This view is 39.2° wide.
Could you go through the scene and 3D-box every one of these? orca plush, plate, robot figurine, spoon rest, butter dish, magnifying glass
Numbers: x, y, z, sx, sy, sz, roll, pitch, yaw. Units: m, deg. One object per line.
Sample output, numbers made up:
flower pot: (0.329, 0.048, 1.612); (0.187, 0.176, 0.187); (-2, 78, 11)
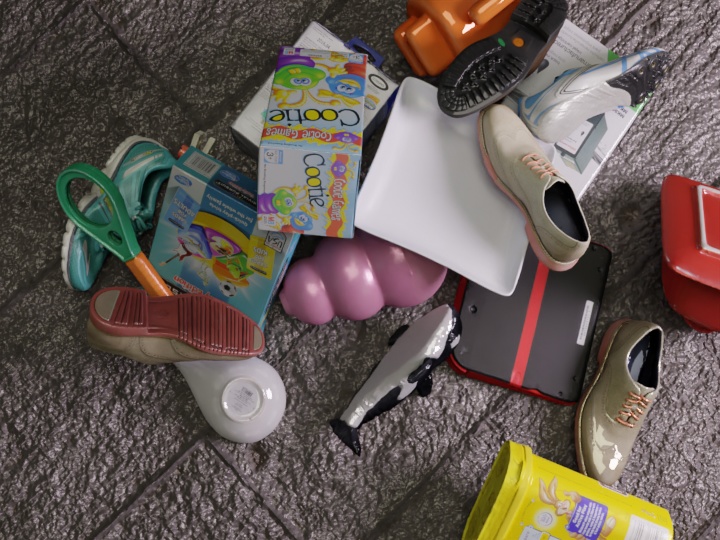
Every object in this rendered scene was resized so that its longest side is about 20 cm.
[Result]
orca plush: (0.058, 0.135, 1.177); (0.071, 0.105, 0.201); (41, 78, -25)
plate: (0.104, -0.093, 1.130); (0.197, 0.032, 0.203); (23, 68, -5)
robot figurine: (0.134, -0.318, 1.212); (0.199, 0.144, 0.117); (-40, 71, -8)
spoon rest: (-0.175, 0.121, 1.185); (0.199, 0.061, 0.100); (38, 82, -9)
butter dish: (0.424, 0.010, 1.180); (0.196, 0.150, 0.201); (17, 39, 2)
magnifying glass: (-0.270, -0.032, 1.139); (0.201, 0.079, 0.022); (55, 39, -18)

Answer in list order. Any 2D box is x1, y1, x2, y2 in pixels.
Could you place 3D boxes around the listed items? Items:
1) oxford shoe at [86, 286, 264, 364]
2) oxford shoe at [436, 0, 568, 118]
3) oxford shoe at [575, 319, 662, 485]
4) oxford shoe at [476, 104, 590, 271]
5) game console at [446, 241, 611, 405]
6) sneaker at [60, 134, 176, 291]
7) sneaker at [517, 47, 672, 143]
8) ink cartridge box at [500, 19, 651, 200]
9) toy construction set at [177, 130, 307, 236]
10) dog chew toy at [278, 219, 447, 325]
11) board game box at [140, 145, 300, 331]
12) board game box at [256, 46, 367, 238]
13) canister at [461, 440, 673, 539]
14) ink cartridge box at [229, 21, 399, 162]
oxford shoe: (-0.206, 0.070, 1.124); (0.197, 0.075, 0.071); (14, 46, -17)
oxford shoe: (0.162, -0.229, 1.154); (0.199, 0.085, 0.073); (-41, 73, -19)
oxford shoe: (0.300, 0.153, 1.167); (0.070, 0.074, 0.204); (15, 81, -14)
oxford shoe: (0.195, -0.103, 1.100); (0.070, 0.074, 0.202); (-25, 79, -21)
game console: (0.201, 0.044, 1.221); (0.174, 0.031, 0.204); (16, 81, -5)
sneaker: (-0.286, -0.065, 1.189); (0.079, 0.078, 0.202); (26, 81, 14)
sneaker: (0.269, -0.213, 1.160); (0.197, 0.072, 0.073); (-26, 52, -13)
ink cartridge box: (0.241, -0.175, 1.227); (0.145, 0.084, 0.201); (35, 82, 5)
toy construction set: (-0.144, -0.069, 1.180); (0.198, 0.132, 0.092); (34, 40, 14)
dog chew toy: (0.000, 0.000, 1.173); (0.197, 0.125, 0.126); (-23, 82, -2)
board game box: (-0.157, -0.018, 1.138); (0.149, 0.202, 0.047); (28, 41, 4)
board game box: (-0.049, -0.140, 1.075); (0.101, 0.106, 0.202); (5, 39, -2)
canister: (0.229, 0.296, 1.129); (0.197, 0.087, 0.151); (22, 109, -1)
ink cartridge box: (-0.044, -0.201, 1.226); (0.136, 0.076, 0.201); (36, 82, 3)
